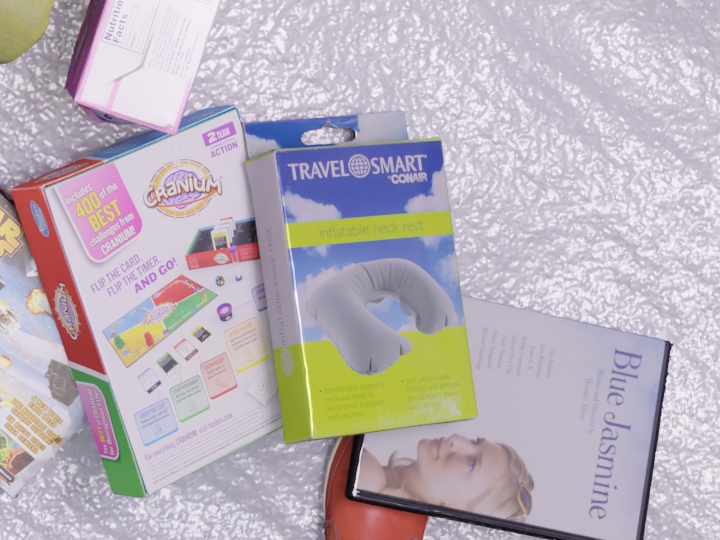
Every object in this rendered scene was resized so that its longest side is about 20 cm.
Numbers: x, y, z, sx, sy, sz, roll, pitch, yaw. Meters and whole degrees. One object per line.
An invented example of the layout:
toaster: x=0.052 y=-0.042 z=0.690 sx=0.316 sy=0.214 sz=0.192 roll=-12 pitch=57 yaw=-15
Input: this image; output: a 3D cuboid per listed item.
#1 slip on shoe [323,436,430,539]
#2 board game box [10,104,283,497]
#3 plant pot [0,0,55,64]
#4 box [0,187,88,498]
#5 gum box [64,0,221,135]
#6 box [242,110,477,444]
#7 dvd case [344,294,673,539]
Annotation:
slip on shoe: x=0.006 y=0.177 z=1.665 sx=0.074 sy=0.061 sz=0.200 roll=13 pitch=91 yaw=-9
board game box: x=-0.113 y=0.017 z=1.598 sx=0.153 sy=0.040 sz=0.200 roll=-25 pitch=103 yaw=-35
plant pot: x=-0.252 y=-0.218 z=1.508 sx=0.184 sy=0.200 sz=0.201 roll=29 pitch=93 yaw=-24
box: x=-0.241 y=0.024 z=1.611 sx=0.200 sy=0.040 sz=0.137 roll=44 pitch=90 yaw=-13
gum box: x=-0.118 y=-0.179 z=1.562 sx=0.066 sy=0.114 sz=0.200 roll=18 pitch=95 yaw=-12
box: x=0.000 y=0.000 z=1.606 sx=0.122 sy=0.048 sz=0.200 roll=-6 pitch=85 yaw=-28
dvd case: x=0.096 y=0.095 z=1.666 sx=0.200 sy=0.018 sz=0.143 roll=13 pitch=78 yaw=-14
